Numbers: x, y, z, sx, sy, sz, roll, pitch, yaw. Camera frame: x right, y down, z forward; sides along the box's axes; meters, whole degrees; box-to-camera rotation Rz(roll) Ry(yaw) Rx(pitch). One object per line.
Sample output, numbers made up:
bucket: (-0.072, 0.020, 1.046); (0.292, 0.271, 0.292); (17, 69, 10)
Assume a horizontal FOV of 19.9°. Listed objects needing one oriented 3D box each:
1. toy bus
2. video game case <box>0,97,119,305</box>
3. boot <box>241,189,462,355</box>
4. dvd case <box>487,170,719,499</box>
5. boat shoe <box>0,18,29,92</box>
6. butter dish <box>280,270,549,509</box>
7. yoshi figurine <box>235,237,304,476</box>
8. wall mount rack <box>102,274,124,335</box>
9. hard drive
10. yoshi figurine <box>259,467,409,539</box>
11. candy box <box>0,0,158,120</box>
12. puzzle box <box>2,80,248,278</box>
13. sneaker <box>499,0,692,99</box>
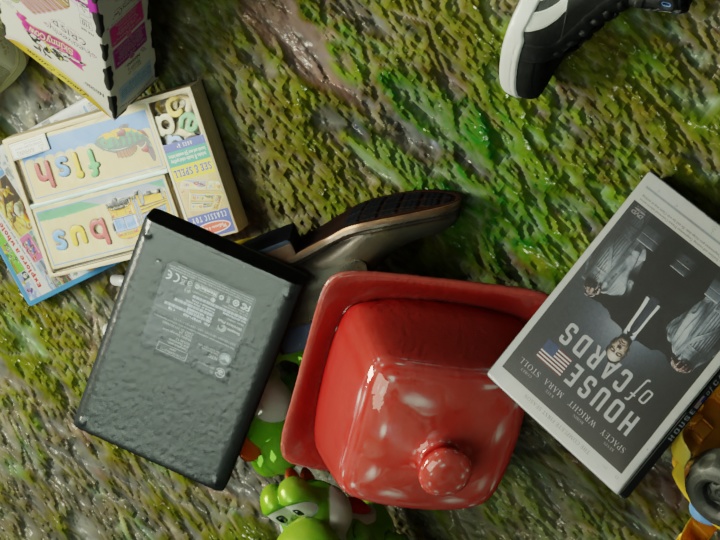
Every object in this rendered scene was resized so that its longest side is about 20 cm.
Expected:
toy bus: (0.310, 0.199, 1.572); (0.200, 0.136, 0.192); (43, 142, 11)
video game case: (-0.266, -0.064, 1.860); (0.199, 0.018, 0.144); (-24, 98, 36)
boot: (0.000, 0.000, 1.681); (0.198, 0.075, 0.098); (-15, 106, 15)
dvd case: (0.206, 0.046, 1.528); (0.201, 0.025, 0.150); (-51, 56, 4)
boat shoe: (-0.371, -0.148, 1.858); (0.073, 0.063, 0.200); (50, 127, 2)
butter dish: (0.054, 0.119, 1.628); (0.198, 0.148, 0.201); (6, 123, -16)
yoshi figurine: (-0.079, 0.072, 1.768); (0.111, 0.112, 0.202); (-14, 91, -3)
wall mount rack: (-0.174, 0.075, 1.800); (0.074, 0.174, 0.202); (-16, 106, 4)
hard drive: (-0.141, 0.067, 1.677); (0.138, 0.033, 0.201); (23, 112, 3)
yoshi figurine: (-0.016, 0.247, 1.735); (0.113, 0.200, 0.112); (-51, 42, 2)
candy box: (-0.239, -0.230, 1.681); (0.136, 0.061, 0.201); (37, 157, 18)
puzzle box: (-0.206, -0.076, 1.790); (0.198, 0.025, 0.134); (-14, 102, 24)
sneaker: (0.180, -0.192, 1.497); (0.111, 0.073, 0.201); (32, 123, 17)
